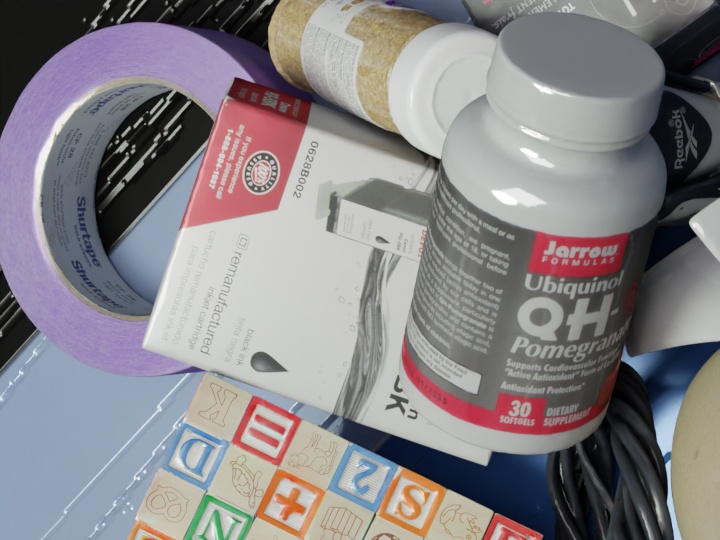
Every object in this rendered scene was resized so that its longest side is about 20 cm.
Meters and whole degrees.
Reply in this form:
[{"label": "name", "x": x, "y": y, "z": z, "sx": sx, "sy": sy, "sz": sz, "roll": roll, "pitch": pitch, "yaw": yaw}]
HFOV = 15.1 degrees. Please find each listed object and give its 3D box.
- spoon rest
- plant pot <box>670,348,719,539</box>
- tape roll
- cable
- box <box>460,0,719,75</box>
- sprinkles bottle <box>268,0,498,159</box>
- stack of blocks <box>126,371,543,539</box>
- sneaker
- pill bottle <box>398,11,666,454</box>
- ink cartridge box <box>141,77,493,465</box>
[{"label": "spoon rest", "x": 0.180, "y": 0.007, "z": 1.355, "sx": 0.099, "sy": 0.200, "sz": 0.061, "roll": -33, "pitch": 82, "yaw": -6}, {"label": "plant pot", "x": 0.231, "y": 0.096, "z": 1.351, "sx": 0.134, "sy": 0.199, "sz": 0.202, "roll": 32, "pitch": 107, "yaw": 58}, {"label": "tape roll", "x": -0.113, "y": -0.040, "z": 1.565, "sx": 0.199, "sy": 0.066, "sz": 0.202, "roll": 0, "pitch": 90, "yaw": 26}, {"label": "cable", "x": 0.131, "y": 0.145, "z": 1.403, "sx": 0.050, "sy": 0.163, "sz": 0.202, "roll": -5, "pitch": 88, "yaw": -3}, {"label": "box", "x": 0.109, "y": -0.188, "z": 1.432, "sx": 0.122, "sy": 0.106, "sz": 0.201, "roll": -34, "pitch": 77, "yaw": 24}, {"label": "sprinkles bottle", "x": 0.016, "y": -0.109, "z": 1.441, "sx": 0.200, "sy": 0.068, "sz": 0.069, "roll": 31, "pitch": 108, "yaw": 62}, {"label": "stack of blocks", "x": -0.017, "y": 0.150, "z": 1.441, "sx": 0.199, "sy": 0.059, "sz": 0.116, "roll": 25, "pitch": 84, "yaw": 1}, {"label": "sneaker", "x": 0.190, "y": -0.068, "z": 1.382, "sx": 0.198, "sy": 0.129, "sz": 0.080, "roll": -8, "pitch": 88, "yaw": 25}, {"label": "pill bottle", "x": 0.087, "y": -0.019, "z": 1.322, "sx": 0.110, "sy": 0.111, "sz": 0.201, "roll": 27, "pitch": 127, "yaw": 23}, {"label": "ink cartridge box", "x": 0.000, "y": 0.000, "z": 1.456, "sx": 0.199, "sy": 0.083, "sz": 0.148, "roll": 18, "pitch": 100, "yaw": -3}]
